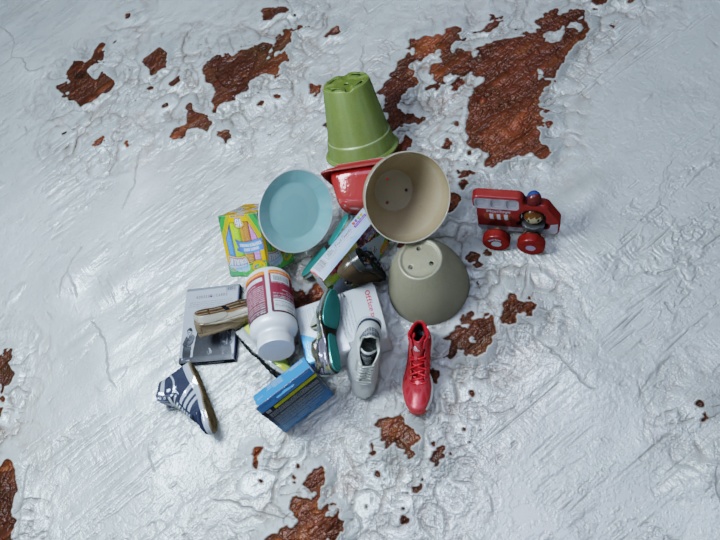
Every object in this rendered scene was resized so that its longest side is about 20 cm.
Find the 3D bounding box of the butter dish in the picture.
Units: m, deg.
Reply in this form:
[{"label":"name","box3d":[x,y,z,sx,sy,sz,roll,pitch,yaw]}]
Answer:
[{"label":"butter dish","box3d":[0.017,-0.186,1.771,0.196,0.199,0.151,-8,85,10]}]

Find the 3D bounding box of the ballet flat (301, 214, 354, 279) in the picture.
[{"label":"ballet flat","box3d":[-0.064,-0.043,1.761,0.201,0.074,0.074,-50,60,14]}]

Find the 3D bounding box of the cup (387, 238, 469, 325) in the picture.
[{"label":"cup","box3d":[0.148,0.005,1.645,0.197,0.144,0.203,-6,62,11]}]

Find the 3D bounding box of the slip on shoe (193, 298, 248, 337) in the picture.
[{"label":"slip on shoe","box3d":[-0.306,0.115,1.734,0.197,0.062,0.076,-13,18,-29]}]

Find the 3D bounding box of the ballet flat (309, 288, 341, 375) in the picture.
[{"label":"ballet flat","box3d":[-0.083,0.138,1.590,0.071,0.072,0.203,-8,63,10]}]

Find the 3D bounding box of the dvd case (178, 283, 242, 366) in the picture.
[{"label":"dvd case","box3d":[-0.375,0.135,1.784,0.148,0.025,0.203,-6,62,12]}]

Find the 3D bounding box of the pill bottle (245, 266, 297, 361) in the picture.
[{"label":"pill bottle","box3d":[-0.205,0.101,1.645,0.111,0.114,0.202,-17,52,6]}]

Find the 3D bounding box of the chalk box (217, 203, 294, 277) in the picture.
[{"label":"chalk box","box3d":[-0.251,-0.056,1.756,0.122,0.125,0.203,-3,107,27]}]

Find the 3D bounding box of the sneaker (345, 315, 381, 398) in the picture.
[{"label":"sneaker","box3d":[0.009,0.204,1.563,0.075,0.203,0.081,0,25,-6]}]

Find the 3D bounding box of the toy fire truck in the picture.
[{"label":"toy fire truck","box3d":[0.360,-0.129,1.641,0.197,0.168,0.114,7,66,17]}]

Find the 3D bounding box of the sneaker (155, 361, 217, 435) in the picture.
[{"label":"sneaker","box3d":[-0.412,0.320,1.675,0.107,0.070,0.201,-28,54,-6]}]

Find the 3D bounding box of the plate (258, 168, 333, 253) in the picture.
[{"label":"plate","box3d":[-0.157,-0.143,1.707,0.201,0.201,0.025,-49,32,-12]}]

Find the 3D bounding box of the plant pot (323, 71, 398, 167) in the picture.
[{"label":"plant pot","box3d":[-0.016,-0.393,1.817,0.196,0.192,0.201,-11,35,8]}]

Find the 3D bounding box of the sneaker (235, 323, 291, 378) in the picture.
[{"label":"sneaker","box3d":[-0.208,0.182,1.690,0.090,0.079,0.199,-42,63,-16]}]

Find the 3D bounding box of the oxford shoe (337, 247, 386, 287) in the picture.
[{"label":"oxford shoe","box3d":[0.000,0.000,1.664,0.084,0.199,0.073,-36,68,15]}]

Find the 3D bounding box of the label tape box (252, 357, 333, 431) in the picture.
[{"label":"label tape box","box3d":[-0.155,0.265,1.562,0.143,0.201,0.063,-37,61,-6]}]

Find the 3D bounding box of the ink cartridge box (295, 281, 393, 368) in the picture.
[{"label":"ink cartridge box","box3d":[-0.037,0.136,1.661,0.197,0.084,0.147,-19,61,5]}]

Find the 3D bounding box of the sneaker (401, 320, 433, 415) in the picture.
[{"label":"sneaker","box3d":[0.120,0.207,1.568,0.077,0.116,0.203,-4,63,12]}]

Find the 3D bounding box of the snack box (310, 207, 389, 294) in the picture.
[{"label":"snack box","box3d":[-0.022,-0.031,1.707,0.053,0.143,0.201,34,77,27]}]

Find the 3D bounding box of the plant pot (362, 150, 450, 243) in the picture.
[{"label":"plant pot","box3d":[0.090,-0.175,1.623,0.199,0.202,0.134,-33,18,-4]}]
